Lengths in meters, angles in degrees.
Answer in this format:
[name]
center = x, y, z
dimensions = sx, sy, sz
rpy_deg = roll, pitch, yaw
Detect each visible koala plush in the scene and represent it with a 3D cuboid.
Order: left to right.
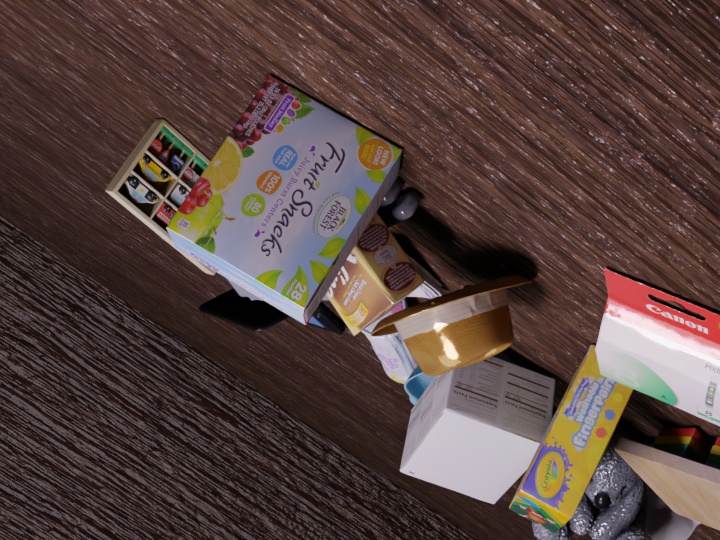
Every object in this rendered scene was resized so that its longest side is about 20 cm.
[koala plush]
center = 0.355, 0.294, 1.530
dimensions = 0.175, 0.185, 0.201
rpy_deg = 15, 140, 16

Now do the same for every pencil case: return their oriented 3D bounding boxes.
[pencil case]
center = 0.051, 0.099, 1.581
dimensions = 0.082, 0.092, 0.200
rpy_deg = -14, 148, 10

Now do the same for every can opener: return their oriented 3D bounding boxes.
[can opener]
center = 0.006, -0.055, 1.244
dimensions = 0.053, 0.067, 0.200
rpy_deg = 36, 164, -11

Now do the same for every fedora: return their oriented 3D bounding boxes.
[fedora]
center = 0.111, 0.069, 1.204
dimensions = 0.201, 0.198, 0.083
rpy_deg = 139, 114, -74

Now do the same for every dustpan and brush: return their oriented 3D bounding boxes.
[dustpan and brush]
center = 0.478, 0.370, 1.589
dimensions = 0.199, 0.140, 0.057
rpy_deg = -25, 119, 41

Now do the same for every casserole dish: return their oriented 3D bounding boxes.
[casserole dish]
center = 0.155, 0.160, 1.553
dimensions = 0.121, 0.039, 0.199
rpy_deg = 39, 135, -25

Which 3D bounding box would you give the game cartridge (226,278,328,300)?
[game cartridge]
center = -0.098, 0.004, 1.552
dimensions = 0.197, 0.041, 0.133
rpy_deg = -1, 159, 13

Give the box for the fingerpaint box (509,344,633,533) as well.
[fingerpaint box]
center = 0.266, 0.215, 1.319
dimensions = 0.073, 0.201, 0.167
rpy_deg = 27, 163, 12

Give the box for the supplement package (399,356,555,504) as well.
[supplement package]
center = 0.165, 0.223, 1.507
dimensions = 0.154, 0.112, 0.201
rpy_deg = 20, 142, -6

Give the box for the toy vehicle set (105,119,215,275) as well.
[toy vehicle set]
center = -0.246, -0.101, 1.486
dimensions = 0.200, 0.125, 0.026
rpy_deg = 42, 162, -34

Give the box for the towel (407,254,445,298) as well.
[towel]
center = 0.000, 0.000, 1.405
dimensions = 0.198, 0.024, 0.147
rpy_deg = 4, 159, 34

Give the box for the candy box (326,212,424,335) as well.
[candy box]
center = -0.024, -0.037, 1.200
dimensions = 0.201, 0.055, 0.115
rpy_deg = 56, 149, 5

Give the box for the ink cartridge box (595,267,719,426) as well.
[ink cartridge box]
center = 0.325, 0.088, 1.108
dimensions = 0.160, 0.050, 0.200
rpy_deg = 24, 165, 27

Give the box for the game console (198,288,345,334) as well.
[game console]
center = -0.159, 0.087, 1.906
dimensions = 0.199, 0.117, 0.176
rpy_deg = 15, 157, 47

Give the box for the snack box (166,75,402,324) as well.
[snack box]
center = -0.075, -0.074, 1.096
dimensions = 0.168, 0.201, 0.068
rpy_deg = 30, 165, 8

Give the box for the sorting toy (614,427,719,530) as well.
[sorting toy]
center = 0.462, 0.272, 1.360
dimensions = 0.198, 0.070, 0.200
rpy_deg = 13, 156, 50
